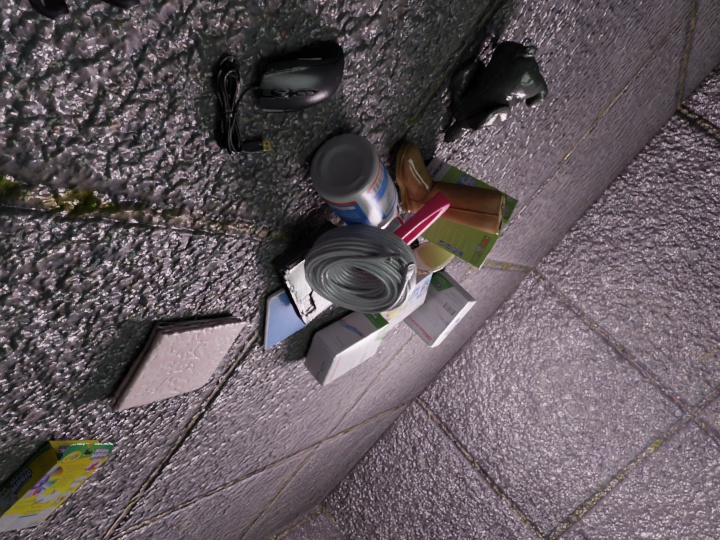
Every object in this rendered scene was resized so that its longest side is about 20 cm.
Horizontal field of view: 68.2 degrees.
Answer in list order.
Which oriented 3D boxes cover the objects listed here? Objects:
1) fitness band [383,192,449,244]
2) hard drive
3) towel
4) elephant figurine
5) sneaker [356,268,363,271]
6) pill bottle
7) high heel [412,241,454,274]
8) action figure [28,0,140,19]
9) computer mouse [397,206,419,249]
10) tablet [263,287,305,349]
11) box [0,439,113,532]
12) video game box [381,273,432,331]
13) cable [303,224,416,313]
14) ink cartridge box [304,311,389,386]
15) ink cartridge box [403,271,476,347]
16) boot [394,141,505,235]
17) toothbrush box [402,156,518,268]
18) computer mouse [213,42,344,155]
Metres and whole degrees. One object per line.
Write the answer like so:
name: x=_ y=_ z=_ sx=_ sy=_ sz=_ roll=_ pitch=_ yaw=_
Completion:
fitness band: x=0.084 y=-0.073 z=0.987 sx=0.143 sy=0.038 sz=0.200 roll=-28 pitch=169 yaw=-45
hard drive: x=-0.087 y=0.009 z=1.049 sx=0.139 sy=0.038 sz=0.201 roll=-39 pitch=151 yaw=-16
towel: x=-0.321 y=0.160 z=0.947 sx=0.192 sy=0.032 sz=0.199 roll=-54 pitch=156 yaw=19
elephant figurine: x=0.227 y=-0.310 z=0.968 sx=0.199 sy=0.142 sz=0.155 roll=-34 pitch=131 yaw=15
sneaker: x=0.040 y=0.001 z=1.103 sx=0.199 sy=0.077 sz=0.092 roll=16 pitch=97 yaw=-49
pill bottle: x=0.000 y=-0.132 z=0.889 sx=0.112 sy=0.112 sz=0.200 roll=-44 pitch=158 yaw=0
high heel: x=0.132 y=-0.024 z=1.249 sx=0.198 sy=0.072 sz=0.143 roll=-23 pitch=-177 yaw=-3
action figure: x=-0.214 y=-0.273 z=0.340 sx=0.129 sy=0.069 sz=0.201 roll=-30 pitch=151 yaw=-21
computer mouse: x=0.061 y=-0.074 z=1.103 sx=0.109 sy=0.044 sz=0.200 roll=-25 pitch=149 yaw=3
tablet: x=-0.150 y=0.086 z=1.135 sx=0.130 sy=0.014 sz=0.201 roll=-30 pitch=154 yaw=-31
box: x=-0.532 y=0.357 z=0.908 sx=0.200 sy=0.048 sz=0.117 roll=-42 pitch=157 yaw=0
video game box: x=0.116 y=0.093 z=1.560 sx=0.199 sy=0.047 sz=0.183 roll=-35 pitch=158 yaw=-23
cable: x=0.000 y=0.000 z=0.935 sx=0.201 sy=0.198 sz=0.070 roll=87 pitch=16 yaw=-56
ink cartridge box: x=-0.037 y=0.194 z=1.399 sx=0.199 sy=0.087 sz=0.146 roll=-28 pitch=152 yaw=-39
ink cartridge box: x=0.249 y=0.124 z=1.708 sx=0.201 sy=0.145 sz=0.087 roll=-53 pitch=158 yaw=18
boot: x=0.172 y=-0.156 z=1.002 sx=0.067 sy=0.198 sz=0.176 roll=-62 pitch=155 yaw=-26
toothbrush box: x=0.205 y=-0.121 z=1.123 sx=0.086 sy=0.199 sz=0.146 roll=-54 pitch=169 yaw=-43
computer mouse: x=-0.093 y=-0.209 z=0.679 sx=0.199 sy=0.046 sz=0.141 roll=-27 pitch=151 yaw=-37
